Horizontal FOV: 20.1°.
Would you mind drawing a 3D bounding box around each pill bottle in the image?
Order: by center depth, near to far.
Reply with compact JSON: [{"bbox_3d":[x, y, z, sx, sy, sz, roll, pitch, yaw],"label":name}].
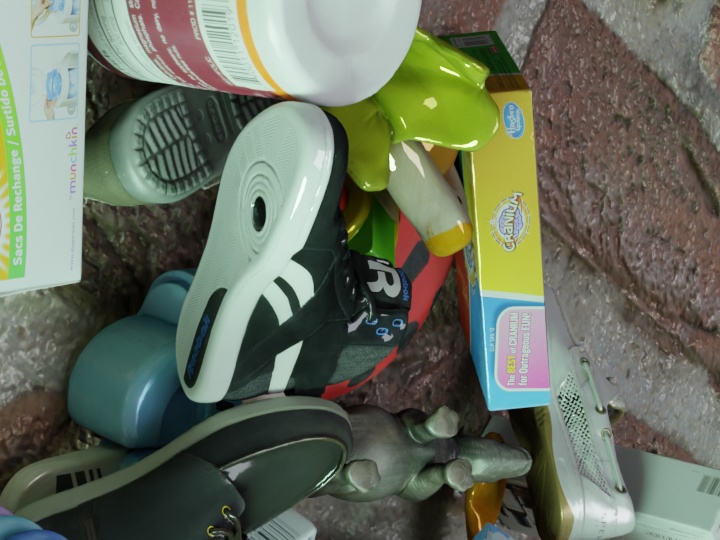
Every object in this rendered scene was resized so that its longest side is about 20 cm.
[{"bbox_3d":[-0.077,-0.147,1.003,0.114,0.199,0.115,-16,111,-47],"label":"pill bottle"}]

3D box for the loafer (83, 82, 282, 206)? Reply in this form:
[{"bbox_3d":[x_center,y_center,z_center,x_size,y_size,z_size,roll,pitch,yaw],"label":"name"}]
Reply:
[{"bbox_3d":[-0.094,-0.081,1.110,0.200,0.069,0.076,-25,103,-59],"label":"loafer"}]

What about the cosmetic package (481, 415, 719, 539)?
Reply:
[{"bbox_3d":[0.173,0.159,1.375,0.051,0.199,0.083,-58,136,-23],"label":"cosmetic package"}]

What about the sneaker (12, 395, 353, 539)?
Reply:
[{"bbox_3d":[-0.078,0.144,1.021,0.199,0.106,0.075,-24,139,-14],"label":"sneaker"}]

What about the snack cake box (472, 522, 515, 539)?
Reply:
[{"bbox_3d":[0.068,0.271,1.266,0.200,0.115,0.067,-53,-171,23],"label":"snack cake box"}]

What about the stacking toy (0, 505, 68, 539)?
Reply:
[{"bbox_3d":[-0.132,0.157,0.909,0.085,0.199,0.086,-15,109,-50],"label":"stacking toy"}]

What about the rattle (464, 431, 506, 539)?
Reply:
[{"bbox_3d":[0.141,0.223,1.336,0.130,0.200,0.143,23,99,-54],"label":"rattle"}]

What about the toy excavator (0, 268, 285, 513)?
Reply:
[{"bbox_3d":[-0.130,0.098,1.100,0.199,0.100,0.196,-3,102,-35],"label":"toy excavator"}]

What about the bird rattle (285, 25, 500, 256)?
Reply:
[{"bbox_3d":[0.005,-0.092,1.096,0.112,0.200,0.164,-30,123,1],"label":"bird rattle"}]

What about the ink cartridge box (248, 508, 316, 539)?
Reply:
[{"bbox_3d":[-0.111,0.253,1.136,0.198,0.043,0.201,-32,142,-41],"label":"ink cartridge box"}]

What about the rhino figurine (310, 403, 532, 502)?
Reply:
[{"bbox_3d":[0.030,0.114,1.261,0.199,0.087,0.060,7,77,-36],"label":"rhino figurine"}]

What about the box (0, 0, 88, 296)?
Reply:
[{"bbox_3d":[-0.199,-0.093,0.941,0.101,0.112,0.202,-9,107,-48],"label":"box"}]

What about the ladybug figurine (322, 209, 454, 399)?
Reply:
[{"bbox_3d":[0.000,0.000,1.230,0.201,0.072,0.136,-58,136,-23],"label":"ladybug figurine"}]

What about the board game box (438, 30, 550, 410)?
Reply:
[{"bbox_3d":[0.084,-0.035,1.273,0.040,0.153,0.202,-6,109,-2],"label":"board game box"}]

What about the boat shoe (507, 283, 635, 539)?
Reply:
[{"bbox_3d":[0.141,0.093,1.348,0.071,0.069,0.201,110,-22,-52],"label":"boat shoe"}]

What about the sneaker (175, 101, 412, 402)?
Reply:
[{"bbox_3d":[-0.016,-0.010,1.011,0.111,0.073,0.200,-1,142,-25],"label":"sneaker"}]

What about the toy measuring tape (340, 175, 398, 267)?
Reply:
[{"bbox_3d":[-0.016,-0.047,1.162,0.201,0.073,0.074,-90,156,-45],"label":"toy measuring tape"}]
